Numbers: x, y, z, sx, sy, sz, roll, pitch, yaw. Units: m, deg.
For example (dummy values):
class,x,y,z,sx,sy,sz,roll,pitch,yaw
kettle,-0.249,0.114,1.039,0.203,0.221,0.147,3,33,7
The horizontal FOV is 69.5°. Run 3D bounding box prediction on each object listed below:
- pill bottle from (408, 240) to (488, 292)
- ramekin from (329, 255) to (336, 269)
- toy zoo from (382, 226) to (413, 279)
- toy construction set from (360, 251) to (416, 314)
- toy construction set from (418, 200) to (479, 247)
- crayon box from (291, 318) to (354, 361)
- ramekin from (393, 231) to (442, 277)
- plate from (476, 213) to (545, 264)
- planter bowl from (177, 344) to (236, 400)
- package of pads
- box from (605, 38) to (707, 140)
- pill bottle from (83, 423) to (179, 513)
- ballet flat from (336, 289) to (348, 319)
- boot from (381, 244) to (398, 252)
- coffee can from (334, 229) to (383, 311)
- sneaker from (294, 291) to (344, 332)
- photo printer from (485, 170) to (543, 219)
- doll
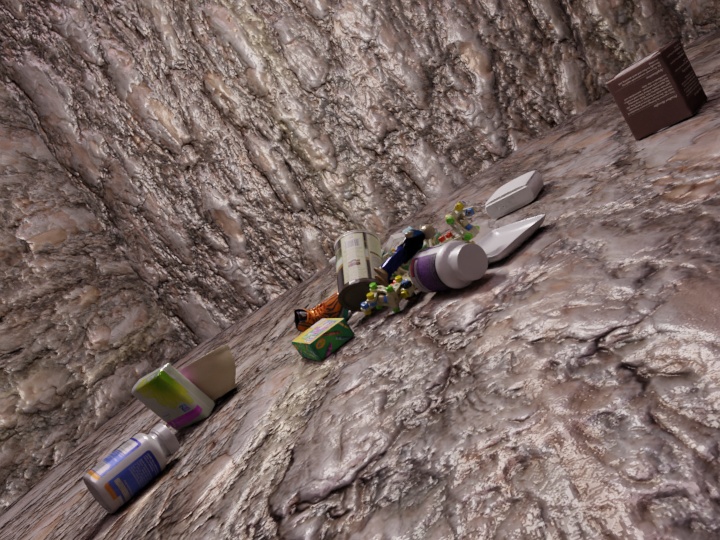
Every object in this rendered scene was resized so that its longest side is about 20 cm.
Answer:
class,x,y,z,sx,sy,sz,roll,pitch,yaw
pill bottle,0.206,-0.009,1.220,0.111,0.112,0.200,-35,8,-22
ramekin,-0.062,-0.066,2.799,0.202,0.094,0.202,-33,7,4
toy zoo,0.121,-0.052,1.634,0.131,0.020,0.200,-5,-47,-41
toy construction set,0.088,0.037,1.389,0.131,0.092,0.200,-6,41,32
toy construction set,0.229,-0.093,1.357,0.092,0.131,0.200,-38,7,-36
crayon box,-0.108,0.189,1.447,0.119,0.058,0.200,-36,8,-20
ramekin,0.178,-0.031,1.532,0.200,0.098,0.200,-32,7,5
plate,0.344,-0.062,1.302,0.199,0.032,0.200,-35,7,-26
planter bowl,-0.475,0.342,1.636,0.200,0.135,0.200,-31,-3,-2
package of pads,-0.557,0.378,1.539,0.154,0.200,0.068,-29,23,29
box,0.857,-0.522,1.504,0.164,0.200,0.166,-37,9,-36
pill bottle,-0.540,0.465,1.244,0.112,0.112,0.200,-24,10,48
ballet flat,-0.062,0.097,1.689,0.070,0.067,0.200,-31,25,35
boot,0.056,-0.053,1.772,0.200,0.096,0.074,-41,1,-36
coffee can,0.000,0.000,1.538,0.146,0.146,0.200,-29,46,26
sneaker,-0.132,0.132,1.579,0.112,0.078,0.200,13,-50,-35
photo printer,0.514,-0.256,1.716,0.166,0.070,0.200,-27,9,38
doll,0.115,-0.046,1.314,0.200,0.048,0.137,-45,-23,-18
